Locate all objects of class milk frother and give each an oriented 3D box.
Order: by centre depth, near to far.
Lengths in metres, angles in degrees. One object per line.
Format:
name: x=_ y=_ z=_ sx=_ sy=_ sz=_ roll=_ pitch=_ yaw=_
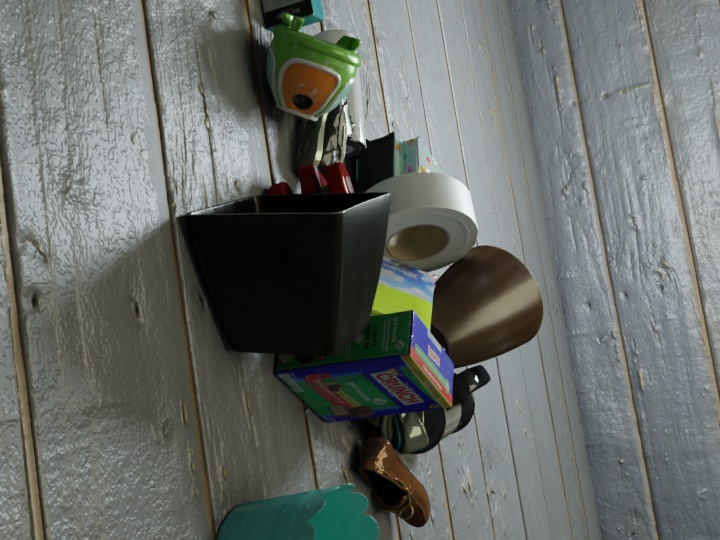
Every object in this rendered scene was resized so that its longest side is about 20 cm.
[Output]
milk frother: x=0.106 y=0.194 z=1.632 sx=0.200 sy=0.181 sz=0.188 roll=39 pitch=14 yaw=16

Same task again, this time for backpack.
backpack: x=0.075 y=-0.129 z=1.658 sx=0.200 sy=0.152 sz=0.177 roll=61 pitch=21 yaw=-53

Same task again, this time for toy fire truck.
toy fire truck: x=-0.044 y=-0.052 z=1.349 sx=0.168 sy=0.112 sz=0.201 roll=45 pitch=28 yaw=-69

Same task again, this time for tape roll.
tape roll: x=0.089 y=-0.072 z=1.518 sx=0.202 sy=0.201 sz=0.071 roll=47 pitch=28 yaw=-53

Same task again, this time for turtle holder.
turtle holder: x=-0.083 y=-0.300 z=1.382 sx=0.140 sy=0.185 sz=0.132 roll=10 pitch=105 yaw=-36

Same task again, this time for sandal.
sandal: x=0.017 y=0.204 z=1.440 sx=0.080 sy=0.057 sz=0.202 roll=-111 pitch=-165 yaw=-53

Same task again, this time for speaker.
speaker: x=-0.038 y=-0.292 z=1.539 sx=0.081 sy=0.081 sz=0.201 roll=27 pitch=54 yaw=-64

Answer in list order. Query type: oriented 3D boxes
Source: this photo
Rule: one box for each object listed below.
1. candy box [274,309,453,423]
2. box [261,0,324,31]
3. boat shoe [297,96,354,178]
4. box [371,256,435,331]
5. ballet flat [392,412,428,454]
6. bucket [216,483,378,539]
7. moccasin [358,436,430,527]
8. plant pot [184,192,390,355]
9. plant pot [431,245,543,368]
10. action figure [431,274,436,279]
candy box: x=0.010 y=0.136 z=1.284 sx=0.169 sy=0.199 sz=0.077 roll=52 pitch=34 yaw=-49
box: x=-0.116 y=-0.473 z=1.426 sx=0.049 sy=0.082 sz=0.201 roll=-10 pitch=90 yaw=-69
boat shoe: x=-0.044 y=-0.228 z=1.460 sx=0.067 sy=0.072 sz=0.201 roll=23 pitch=68 yaw=-28
box: x=0.047 y=0.045 z=1.401 sx=0.200 sy=0.121 sz=0.048 roll=-74 pitch=-175 yaw=-67
ballet flat: x=0.062 y=0.200 z=1.517 sx=0.067 sy=0.063 sz=0.201 roll=116 pitch=-38 yaw=-56
bucket: x=-0.068 y=0.351 z=1.070 sx=0.207 sy=0.134 sz=0.209 roll=-11 pitch=90 yaw=-68
moccasin: x=0.054 y=0.348 z=1.470 sx=0.202 sy=0.073 sz=0.078 roll=64 pitch=35 yaw=-40
plant pot: x=-0.079 y=0.002 z=1.163 sx=0.200 sy=0.198 sz=0.179 roll=-32 pitch=121 yaw=-67
plant pot: x=0.169 y=0.082 z=1.537 sx=0.200 sy=0.186 sz=0.188 roll=-30 pitch=109 yaw=-40
action figure: x=0.104 y=0.043 z=1.672 sx=0.200 sy=0.051 sz=0.066 roll=-75 pitch=146 yaw=-66
